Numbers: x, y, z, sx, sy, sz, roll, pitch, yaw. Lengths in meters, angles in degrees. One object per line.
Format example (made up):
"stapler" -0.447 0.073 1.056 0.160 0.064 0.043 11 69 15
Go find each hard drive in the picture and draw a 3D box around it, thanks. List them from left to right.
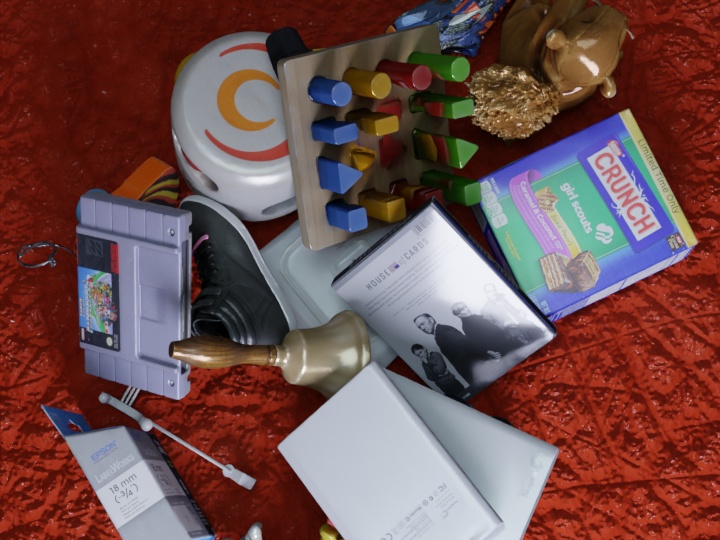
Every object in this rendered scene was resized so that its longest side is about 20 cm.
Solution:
"hard drive" 0.027 0.209 1.113 0.132 0.025 0.201 -41 72 3
"hard drive" 0.082 0.198 1.137 0.198 0.026 0.133 23 77 18

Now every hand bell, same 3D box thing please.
"hand bell" -0.099 0.084 1.151 0.197 0.104 0.106 7 76 -30

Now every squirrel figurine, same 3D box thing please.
"squirrel figurine" 0.209 -0.213 1.227 0.141 0.187 0.200 43 94 -15

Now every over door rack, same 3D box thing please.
"over door rack" -0.173 0.124 1.249 0.198 0.067 0.149 28 82 8

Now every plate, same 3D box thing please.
"plate" 0.000 0.000 1.274 0.199 0.032 0.200 -40 75 -8

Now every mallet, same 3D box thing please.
"mallet" -0.002 -0.229 1.219 0.197 0.041 0.067 -7 69 -20

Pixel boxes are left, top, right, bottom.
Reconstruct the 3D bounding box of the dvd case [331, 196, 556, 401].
"dvd case" 0.088 0.039 1.202 0.150 0.025 0.200 -38 105 24

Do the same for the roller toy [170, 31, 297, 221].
"roller toy" -0.121 -0.156 1.266 0.197 0.140 0.185 11 71 -3

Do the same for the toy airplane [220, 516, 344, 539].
"toy airplane" -0.044 0.336 1.160 0.198 0.141 0.202 -23 70 11

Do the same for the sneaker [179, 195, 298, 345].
"sneaker" -0.156 0.009 1.213 0.099 0.071 0.201 -24 74 -44

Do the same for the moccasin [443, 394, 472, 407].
"moccasin" 0.023 0.166 1.208 0.197 0.068 0.082 -19 78 1

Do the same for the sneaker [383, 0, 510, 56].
"sneaker" 0.128 -0.291 1.325 0.198 0.075 0.079 -29 87 5

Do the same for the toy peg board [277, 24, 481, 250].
"toy peg board" 0.033 -0.137 1.187 0.197 0.097 0.203 -19 112 -30

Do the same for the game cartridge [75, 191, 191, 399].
"game cartridge" -0.236 0.026 1.182 0.128 0.038 0.203 10 111 18

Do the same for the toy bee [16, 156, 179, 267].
"toy bee" -0.286 -0.037 1.283 0.198 0.110 0.131 -23 47 -15

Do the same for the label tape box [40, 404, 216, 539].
"label tape box" -0.239 0.213 1.193 0.063 0.144 0.201 -33 79 -4

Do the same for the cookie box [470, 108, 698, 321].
"cookie box" 0.243 -0.056 1.261 0.198 0.075 0.173 -25 79 -3

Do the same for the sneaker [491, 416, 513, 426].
"sneaker" 0.113 0.246 1.174 0.069 0.090 0.202 26 83 8
